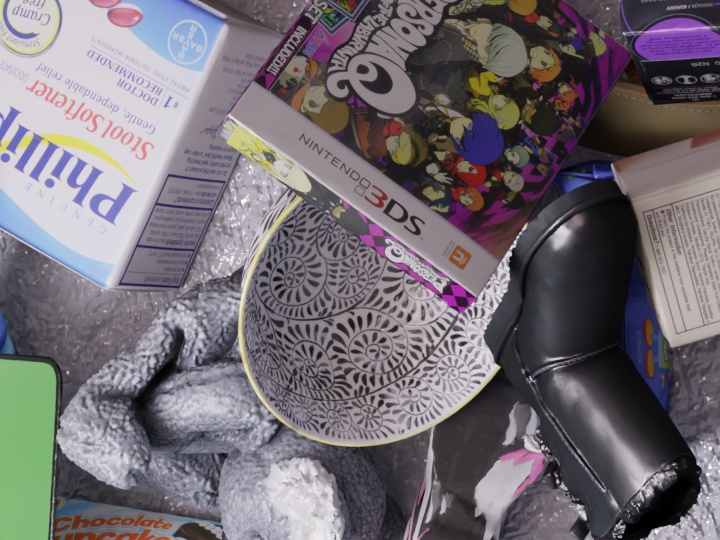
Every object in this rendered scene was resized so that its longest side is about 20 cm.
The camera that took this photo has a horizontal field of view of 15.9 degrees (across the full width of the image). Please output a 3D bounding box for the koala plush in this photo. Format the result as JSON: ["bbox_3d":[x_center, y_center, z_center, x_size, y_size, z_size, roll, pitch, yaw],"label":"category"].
[{"bbox_3d":[-0.057,0.117,1.682,0.184,0.177,0.200,-47,68,5],"label":"koala plush"}]

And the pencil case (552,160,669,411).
[{"bbox_3d":[0.160,0.025,1.633,0.077,0.087,0.202,-1,90,11],"label":"pencil case"}]

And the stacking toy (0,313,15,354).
[{"bbox_3d":[-0.281,0.024,1.772,0.085,0.085,0.201,12,129,23],"label":"stacking toy"}]

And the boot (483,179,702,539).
[{"bbox_3d":[0.145,0.061,1.513,0.163,0.073,0.199,61,154,25],"label":"boot"}]

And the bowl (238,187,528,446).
[{"bbox_3d":[0.000,0.000,1.610,0.202,0.200,0.094,-61,34,10],"label":"bowl"}]

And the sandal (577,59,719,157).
[{"bbox_3d":[0.208,-0.115,1.638,0.210,0.078,0.070,10,62,16],"label":"sandal"}]

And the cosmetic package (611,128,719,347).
[{"bbox_3d":[0.261,-0.039,1.543,0.199,0.087,0.104,-16,108,3],"label":"cosmetic package"}]

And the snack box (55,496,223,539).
[{"bbox_3d":[-0.169,0.207,1.752,0.199,0.116,0.037,6,119,23],"label":"snack box"}]

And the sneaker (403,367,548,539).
[{"bbox_3d":[0.064,0.144,1.677,0.080,0.086,0.201,25,76,-7],"label":"sneaker"}]

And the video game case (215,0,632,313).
[{"bbox_3d":[0.041,-0.105,1.527,0.181,0.036,0.200,36,64,-3],"label":"video game case"}]

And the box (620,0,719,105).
[{"bbox_3d":[0.225,-0.215,1.566,0.121,0.106,0.201,-2,70,16],"label":"box"}]

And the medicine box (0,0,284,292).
[{"bbox_3d":[-0.179,-0.113,1.772,0.181,0.103,0.201,28,99,21],"label":"medicine box"}]

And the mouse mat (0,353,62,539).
[{"bbox_3d":[-0.275,0.133,1.731,0.199,0.008,0.162,4,91,38],"label":"mouse mat"}]
